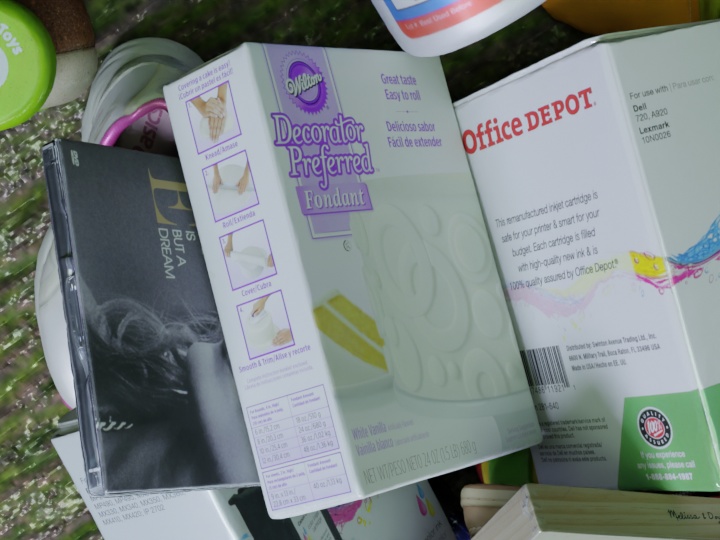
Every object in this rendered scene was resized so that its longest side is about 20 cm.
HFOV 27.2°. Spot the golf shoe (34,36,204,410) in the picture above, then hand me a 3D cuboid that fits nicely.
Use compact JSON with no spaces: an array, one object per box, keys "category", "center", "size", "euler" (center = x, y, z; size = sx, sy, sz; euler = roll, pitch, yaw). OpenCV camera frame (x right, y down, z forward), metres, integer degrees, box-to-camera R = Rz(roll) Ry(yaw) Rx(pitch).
[{"category":"golf shoe","center":[-0.119,-0.011,0.733],"size":[0.075,0.092,0.201],"euler":[9,108,-13]}]

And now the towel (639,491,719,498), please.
[{"category":"towel","center":[0.236,0.092,0.781],"size":[0.199,0.145,0.023],"euler":[-16,81,-17]}]

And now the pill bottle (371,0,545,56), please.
[{"category":"pill bottle","center":[0.017,-0.209,0.675],"size":[0.112,0.112,0.201],"euler":[-32,111,3]}]

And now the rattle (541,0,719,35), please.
[{"category":"rattle","center":[0.204,-0.195,0.752],"size":[0.130,0.142,0.201],"euler":[23,89,-47]}]

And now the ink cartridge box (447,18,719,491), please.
[{"category":"ink cartridge box","center":[0.129,-0.003,0.706],"size":[0.083,0.145,0.201],"euler":[-15,89,-27]}]

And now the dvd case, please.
[{"category":"dvd case","center":[-0.052,0.024,0.675],"size":[0.016,0.199,0.150],"euler":[-21,73,37]}]

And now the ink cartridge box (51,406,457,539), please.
[{"category":"ink cartridge box","center":[-0.039,0.124,0.730],"size":[0.082,0.146,0.201],"euler":[-19,103,36]}]

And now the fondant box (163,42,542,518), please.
[{"category":"fondant box","center":[0.000,0.000,0.689],"size":[0.058,0.144,0.201],"euler":[-21,81,38]}]

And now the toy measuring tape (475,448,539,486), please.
[{"category":"toy measuring tape","center":[0.086,0.070,0.796],"size":[0.073,0.074,0.201],"euler":[-20,115,-1]}]

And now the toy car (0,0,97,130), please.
[{"category":"toy car","center":[-0.207,-0.156,0.642],"size":[0.157,0.164,0.202],"euler":[-11,100,-5]}]

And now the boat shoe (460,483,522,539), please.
[{"category":"boat shoe","center":[0.103,0.167,0.781],"size":[0.071,0.065,0.200],"euler":[1,152,29]}]

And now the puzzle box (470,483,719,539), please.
[{"category":"puzzle box","center":[0.127,0.151,0.702],"size":[0.199,0.026,0.133],"euler":[9,136,-29]}]

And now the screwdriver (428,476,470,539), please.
[{"category":"screwdriver","center":[0.071,0.164,0.856],"size":[0.029,0.028,0.200],"euler":[-27,117,34]}]
